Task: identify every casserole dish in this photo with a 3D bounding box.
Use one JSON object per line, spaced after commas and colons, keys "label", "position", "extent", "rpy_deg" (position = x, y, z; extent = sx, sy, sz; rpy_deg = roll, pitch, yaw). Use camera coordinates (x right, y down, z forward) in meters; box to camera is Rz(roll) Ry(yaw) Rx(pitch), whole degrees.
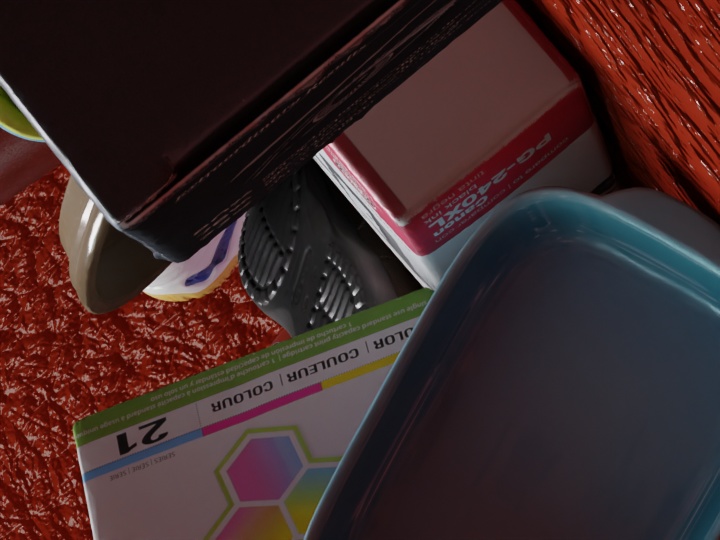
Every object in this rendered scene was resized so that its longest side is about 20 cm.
{"label": "casserole dish", "position": [0.062, 0.068, 0.970], "extent": [0.121, 0.201, 0.039], "rpy_deg": [30, -177, 10]}

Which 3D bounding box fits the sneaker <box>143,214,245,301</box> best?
{"label": "sneaker", "position": [-0.071, -0.087, 1.436], "extent": [0.075, 0.201, 0.088], "rpy_deg": [5, 155, 39]}

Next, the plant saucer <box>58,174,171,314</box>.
{"label": "plant saucer", "position": [-0.064, -0.072, 1.197], "extent": [0.029, 0.201, 0.200], "rpy_deg": [32, 176, 8]}

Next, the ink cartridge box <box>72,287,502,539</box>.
{"label": "ink cartridge box", "position": [-0.008, 0.125, 1.027], "extent": [0.076, 0.147, 0.201], "rpy_deg": [61, -170, -50]}

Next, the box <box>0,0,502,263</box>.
{"label": "box", "position": [-0.031, -0.089, 0.773], "extent": [0.104, 0.148, 0.200], "rpy_deg": [51, 178, 2]}

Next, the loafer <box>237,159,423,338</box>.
{"label": "loafer", "position": [0.000, 0.000, 1.233], "extent": [0.071, 0.073, 0.200], "rpy_deg": [11, -155, -21]}

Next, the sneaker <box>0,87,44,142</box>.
{"label": "sneaker", "position": [-0.096, -0.138, 1.031], "extent": [0.131, 0.079, 0.201], "rpy_deg": [-92, 8, -64]}

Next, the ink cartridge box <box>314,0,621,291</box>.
{"label": "ink cartridge box", "position": [0.018, -0.065, 1.073], "extent": [0.145, 0.083, 0.200], "rpy_deg": [50, 178, 18]}

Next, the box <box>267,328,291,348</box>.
{"label": "box", "position": [0.024, 0.115, 1.318], "extent": [0.094, 0.103, 0.201], "rpy_deg": [10, 136, 41]}

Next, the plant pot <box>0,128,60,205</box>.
{"label": "plant pot", "position": [-0.150, -0.140, 1.342], "extent": [0.201, 0.195, 0.201], "rpy_deg": [50, 178, 2]}
